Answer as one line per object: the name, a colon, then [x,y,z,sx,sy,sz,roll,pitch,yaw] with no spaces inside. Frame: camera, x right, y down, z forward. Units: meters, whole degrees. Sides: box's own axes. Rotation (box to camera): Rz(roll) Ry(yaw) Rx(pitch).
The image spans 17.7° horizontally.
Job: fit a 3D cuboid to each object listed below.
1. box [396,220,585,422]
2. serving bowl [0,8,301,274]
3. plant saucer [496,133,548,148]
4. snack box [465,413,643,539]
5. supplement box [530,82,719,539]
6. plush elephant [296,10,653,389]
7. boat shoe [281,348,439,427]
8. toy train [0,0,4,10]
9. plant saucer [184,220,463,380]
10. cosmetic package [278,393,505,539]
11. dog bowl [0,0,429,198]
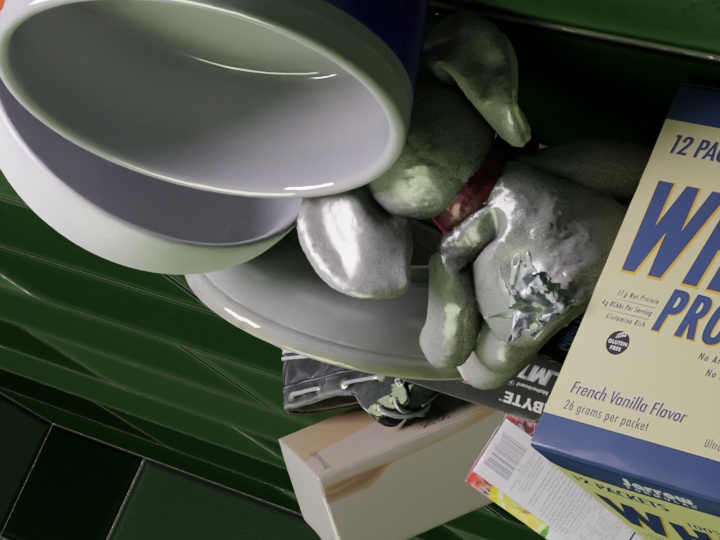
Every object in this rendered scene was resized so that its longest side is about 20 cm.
box: [0.075,0.029,1.463,0.198,0.050,0.200,19,-161,9]
serving bowl: [-0.125,-0.071,1.291,0.200,0.200,0.066,27,131,-12]
plant saucer: [0.126,-0.028,1.401,0.200,0.030,0.200,24,168,5]
snack box: [0.185,0.145,1.462,0.200,0.068,0.169,34,-159,12]
supplement box: [0.214,0.048,1.132,0.134,0.200,0.200,14,164,36]
plush elephant: [0.062,-0.037,1.190,0.155,0.165,0.200,50,-168,7]
boat shoe: [0.026,0.072,1.590,0.072,0.071,0.200,10,169,-44]
toy train: [-0.219,-0.162,1.423,0.150,0.056,0.200,24,169,-3]
plant saucer: [0.000,0.000,1.339,0.200,0.050,0.200,14,-162,-5]
cosmetic package: [0.054,0.124,1.630,0.105,0.200,0.071,31,141,67]
dog bowl: [-0.069,-0.113,1.108,0.200,0.079,0.200,10,157,4]
